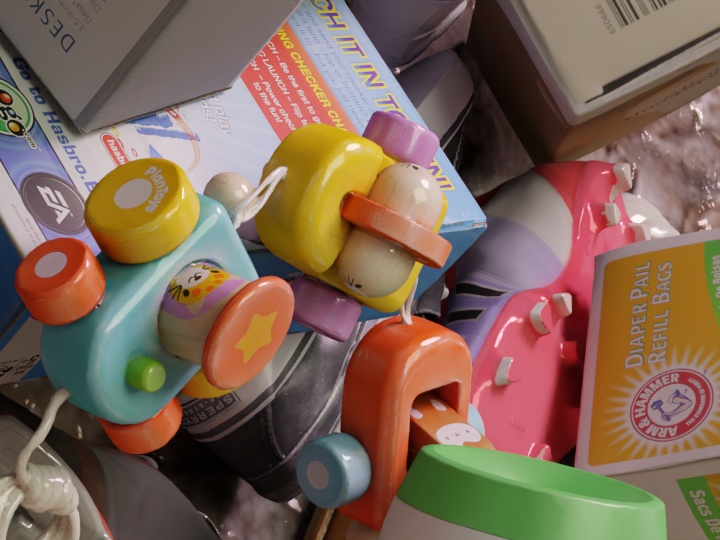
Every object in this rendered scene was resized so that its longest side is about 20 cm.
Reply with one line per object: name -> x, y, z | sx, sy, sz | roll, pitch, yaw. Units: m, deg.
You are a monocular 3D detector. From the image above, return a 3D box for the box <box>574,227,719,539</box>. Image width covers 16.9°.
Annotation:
box -> 0.162, 0.087, 0.907 | 0.113, 0.101, 0.200 | -79, 149, -42

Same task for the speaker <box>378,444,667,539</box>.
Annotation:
speaker -> 0.031, 0.156, 0.705 | 0.088, 0.088, 0.200 | 9, 94, -47

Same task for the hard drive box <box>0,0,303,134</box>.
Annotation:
hard drive box -> -0.052, -0.164, 0.681 | 0.156, 0.200, 0.077 | 52, 35, 10

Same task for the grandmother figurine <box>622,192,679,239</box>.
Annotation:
grandmother figurine -> 0.109, 0.057, 1.000 | 0.121, 0.060, 0.200 | 57, 28, -59

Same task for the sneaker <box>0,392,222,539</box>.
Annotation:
sneaker -> -0.091, 0.086, 0.758 | 0.200, 0.077, 0.082 | 47, 18, -27

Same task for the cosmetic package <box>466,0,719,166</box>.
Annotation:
cosmetic package -> 0.103, -0.098, 0.938 | 0.071, 0.105, 0.200 | 62, 0, 4

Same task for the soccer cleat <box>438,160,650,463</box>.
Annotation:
soccer cleat -> 0.054, 0.021, 0.915 | 0.067, 0.076, 0.200 | 67, 29, -24

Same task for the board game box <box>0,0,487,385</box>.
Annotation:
board game box -> -0.085, -0.068, 0.771 | 0.196, 0.056, 0.200 | -8, 59, -48

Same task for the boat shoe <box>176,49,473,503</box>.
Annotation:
boat shoe -> 0.000, 0.000, 0.883 | 0.068, 0.072, 0.200 | 49, 45, -20

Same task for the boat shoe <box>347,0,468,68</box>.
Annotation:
boat shoe -> 0.027, -0.147, 0.991 | 0.073, 0.067, 0.200 | 28, 31, 2

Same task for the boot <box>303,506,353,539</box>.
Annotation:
boot -> 0.050, 0.129, 0.812 | 0.077, 0.155, 0.200 | 38, 44, -31

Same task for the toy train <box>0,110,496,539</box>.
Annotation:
toy train -> -0.016, 0.034, 0.701 | 0.200, 0.056, 0.150 | -9, 113, -48
